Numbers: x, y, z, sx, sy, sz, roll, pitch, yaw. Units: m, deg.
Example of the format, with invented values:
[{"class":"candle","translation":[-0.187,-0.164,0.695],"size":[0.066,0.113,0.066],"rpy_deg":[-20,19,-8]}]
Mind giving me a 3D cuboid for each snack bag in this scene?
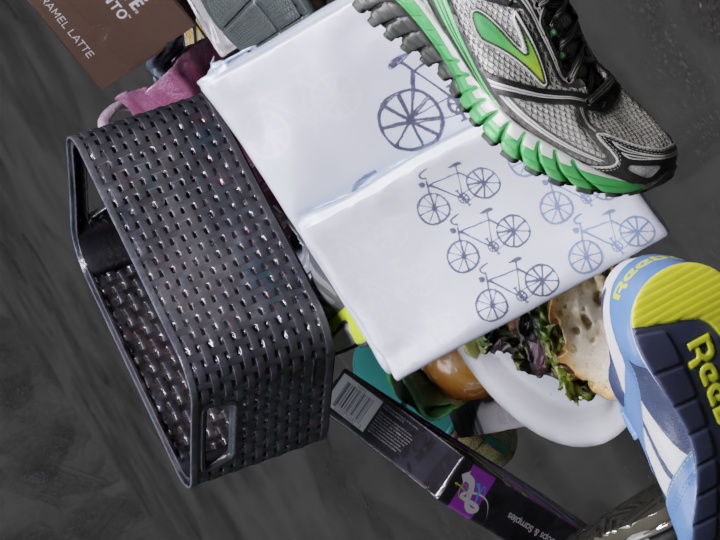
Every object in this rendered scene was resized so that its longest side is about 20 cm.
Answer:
[{"class":"snack bag","translation":[0.035,-0.061,1.446],"size":[0.200,0.188,0.021],"rpy_deg":[57,-151,-9]}]

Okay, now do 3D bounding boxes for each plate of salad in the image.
[{"class":"plate of salad","translation":[0.087,0.010,1.560],"size":[0.200,0.048,0.201],"rpy_deg":[37,139,39]}]

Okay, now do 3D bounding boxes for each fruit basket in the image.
[{"class":"fruit basket","translation":[0.065,0.012,1.708],"size":[0.186,0.094,0.200],"rpy_deg":[61,151,-4]}]

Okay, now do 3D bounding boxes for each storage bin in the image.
[{"class":"storage bin","translation":[-0.097,0.011,1.664],"size":[0.135,0.093,0.200],"rpy_deg":[96,150,-56]}]

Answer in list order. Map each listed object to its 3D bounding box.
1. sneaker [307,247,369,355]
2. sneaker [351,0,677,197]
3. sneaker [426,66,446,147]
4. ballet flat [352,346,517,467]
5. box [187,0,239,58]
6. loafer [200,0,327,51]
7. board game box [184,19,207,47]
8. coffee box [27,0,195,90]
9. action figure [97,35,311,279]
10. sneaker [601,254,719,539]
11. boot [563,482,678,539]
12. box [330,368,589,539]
[{"class":"sneaker","translation":[0.000,0.000,1.618],"size":[0.081,0.074,0.200],"rpy_deg":[67,162,0]},{"class":"sneaker","translation":[0.079,-0.114,1.353],"size":[0.200,0.085,0.078],"rpy_deg":[44,-153,5]},{"class":"sneaker","translation":[0.054,-0.095,1.498],"size":[0.085,0.074,0.201],"rpy_deg":[-123,26,-65]},{"class":"ballet flat","translation":[0.054,0.093,1.937],"size":[0.071,0.071,0.200],"rpy_deg":[66,168,-23]},{"class":"box","translation":[-0.089,-0.205,1.718],"size":[0.158,0.050,0.200],"rpy_deg":[60,-173,1]},{"class":"loafer","translation":[-0.069,-0.187,1.518],"size":[0.200,0.063,0.072],"rpy_deg":[47,142,-12]},{"class":"board game box","translation":[-0.057,-0.099,1.963],"size":[0.200,0.046,0.152],"rpy_deg":[55,166,22]},{"class":"coffee box","translation":[-0.165,-0.223,1.815],"size":[0.114,0.080,0.200],"rpy_deg":[50,-160,-26]},{"class":"action figure","translation":[-0.085,-0.054,1.816],"size":[0.149,0.134,0.200],"rpy_deg":[-34,88,37]},{"class":"sneaker","translation":[0.175,0.078,1.424],"size":[0.082,0.074,0.201],"rpy_deg":[35,145,65]},{"class":"boot","translation":[0.201,0.227,1.634],"size":[0.200,0.072,0.182],"rpy_deg":[55,152,4]},{"class":"box","translation":[0.082,0.141,1.759],"size":[0.200,0.036,0.143],"rpy_deg":[35,179,-39]}]
